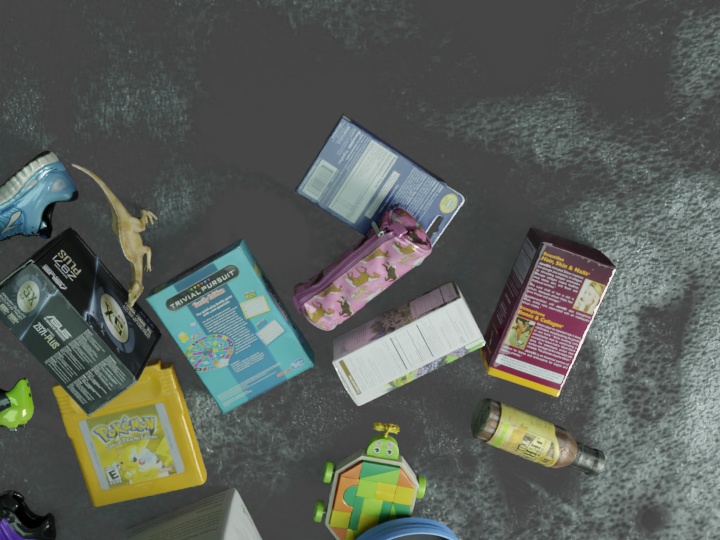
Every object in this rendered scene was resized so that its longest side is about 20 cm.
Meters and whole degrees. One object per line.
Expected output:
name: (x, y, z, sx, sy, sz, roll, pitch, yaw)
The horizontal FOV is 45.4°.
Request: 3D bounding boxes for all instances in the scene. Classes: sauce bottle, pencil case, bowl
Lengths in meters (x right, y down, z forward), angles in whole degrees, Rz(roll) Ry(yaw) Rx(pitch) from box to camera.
sauce bottle: (0.262, 0.248, 1.257, 0.199, 0.065, 0.065, 21, 106, -7)
pencil case: (0.000, 0.000, 1.142, 0.086, 0.083, 0.200, 41, 118, -17)
bowl: (0.062, 0.450, 1.299, 0.199, 0.039, 0.201, -6, 124, -9)

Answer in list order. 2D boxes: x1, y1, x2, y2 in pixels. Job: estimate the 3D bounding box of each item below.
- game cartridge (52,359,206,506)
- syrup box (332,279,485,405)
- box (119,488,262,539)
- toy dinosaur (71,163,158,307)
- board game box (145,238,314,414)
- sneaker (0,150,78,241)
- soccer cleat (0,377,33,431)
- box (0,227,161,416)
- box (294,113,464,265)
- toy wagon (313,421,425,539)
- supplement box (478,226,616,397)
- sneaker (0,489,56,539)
game cartridge: (-0.335, 0.237, 1.255, 0.175, 0.032, 0.201, -13, 108, 2)
syrup box: (0.063, 0.100, 1.198, 0.199, 0.079, 0.082, -28, 106, 7)
box: (-0.239, 0.471, 1.256, 0.198, 0.171, 0.201, -22, 106, 6)
toy dinosaur: (-0.306, -0.058, 1.128, 0.058, 0.101, 0.201, -14, 107, 3)
board game box: (-0.178, 0.079, 1.202, 0.150, 0.047, 0.201, -28, 106, 7)
sneaker: (-0.456, -0.064, 1.136, 0.200, 0.078, 0.090, -39, 108, 10)
soccer cleat: (-0.565, 0.186, 1.223, 0.199, 0.068, 0.082, -1, 90, -2)
box: (-0.370, 0.062, 1.131, 0.086, 0.164, 0.200, -35, 104, 9)
box: (0.027, -0.105, 1.158, 0.199, 0.032, 0.121, 32, 104, -10)
toy wagon: (0.018, 0.324, 1.287, 0.154, 0.040, 0.201, 10, 107, -5)
supplement box: (0.253, 0.056, 1.186, 0.110, 0.086, 0.201, 18, 106, -7)
sneaker: (-0.547, 0.368, 1.276, 0.199, 0.070, 0.100, 18, 99, -11)
